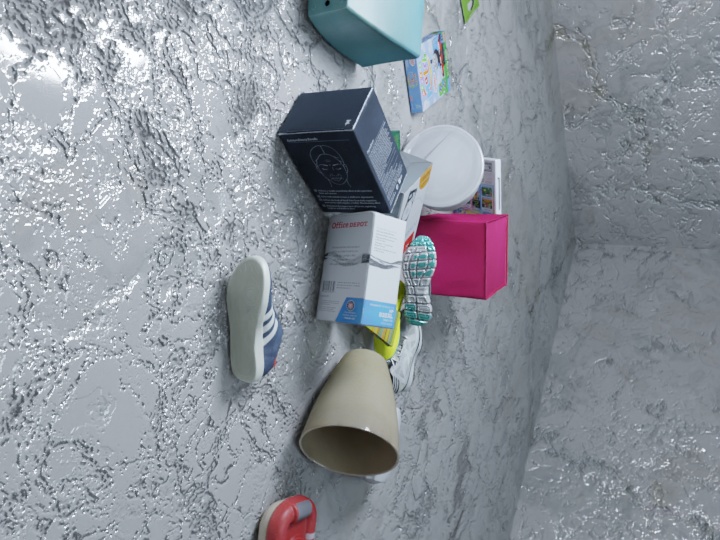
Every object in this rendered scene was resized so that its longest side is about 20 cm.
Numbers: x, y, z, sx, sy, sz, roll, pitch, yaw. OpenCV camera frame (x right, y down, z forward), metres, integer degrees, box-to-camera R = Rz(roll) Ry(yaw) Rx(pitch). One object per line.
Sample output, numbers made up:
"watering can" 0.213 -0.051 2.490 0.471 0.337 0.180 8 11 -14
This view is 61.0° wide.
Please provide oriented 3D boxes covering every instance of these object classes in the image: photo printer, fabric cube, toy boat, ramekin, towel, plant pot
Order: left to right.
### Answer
"toy boat" -0.102 0.501 1.056 0.130 0.130 0.202 13 83 -61
"plant pot" -0.005 0.259 1.178 0.201 0.186 0.188 -77 153 -42
"plant pot" 0.004 -0.478 1.108 0.199 0.141 0.143 3 91 -54
"towel" 0.012 0.076 1.268 0.200 0.018 0.087 41 51 -34
"photo printer" 0.042 0.370 1.307 0.200 0.069 0.168 77 26 -71
"ramekin" 0.196 -0.233 1.447 0.094 0.201 0.204 34 64 -71
"fabric cube" 0.260 -0.045 1.579 0.200 0.198 0.198 -18 109 -60

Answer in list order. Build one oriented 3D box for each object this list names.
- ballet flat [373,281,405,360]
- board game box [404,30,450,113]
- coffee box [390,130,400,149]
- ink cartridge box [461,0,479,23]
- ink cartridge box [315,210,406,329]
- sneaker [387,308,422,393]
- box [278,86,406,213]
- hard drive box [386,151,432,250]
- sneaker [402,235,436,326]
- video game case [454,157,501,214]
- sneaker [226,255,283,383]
"ballet flat" 0.057 0.099 1.368 0.067 0.066 0.201 48 46 -45
"board game box" 0.168 -0.494 1.510 0.200 0.036 0.152 -47 134 -48
"coffee box" 0.026 -0.227 1.277 0.200 0.044 0.124 -25 117 -58
"ink cartridge box" 0.331 -0.828 1.723 0.148 0.075 0.201 -58 140 -40
"ink cartridge box" 0.000 0.000 1.138 0.083 0.145 0.202 11 84 -36
"sneaker" 0.087 0.192 1.421 0.115 0.075 0.202 4 93 -64
"box" -0.025 -0.205 1.077 0.200 0.147 0.108 60 43 -47
"hard drive box" 0.070 -0.121 1.273 0.156 0.076 0.201 -49 157 -46
"sneaker" 0.128 0.019 1.381 0.091 0.077 0.202 -79 175 -80
"video game case" 0.318 -0.222 1.688 0.024 0.200 0.183 -13 109 -24
"sneaker" -0.157 0.070 0.957 0.084 0.075 0.202 -19 121 -58
